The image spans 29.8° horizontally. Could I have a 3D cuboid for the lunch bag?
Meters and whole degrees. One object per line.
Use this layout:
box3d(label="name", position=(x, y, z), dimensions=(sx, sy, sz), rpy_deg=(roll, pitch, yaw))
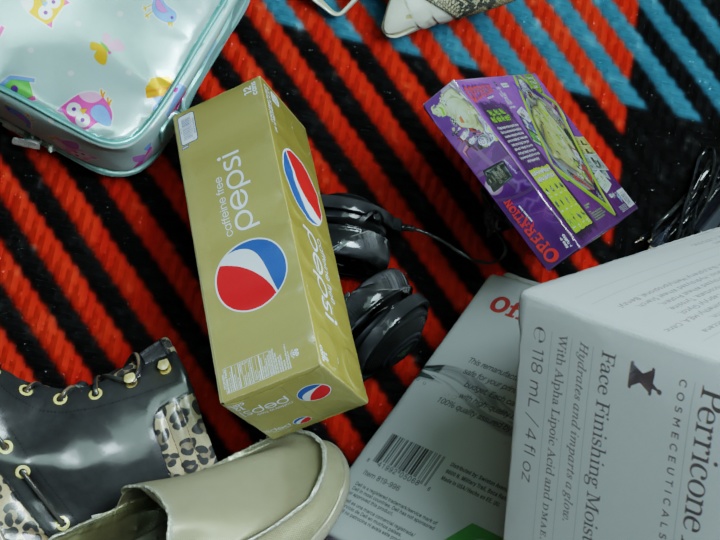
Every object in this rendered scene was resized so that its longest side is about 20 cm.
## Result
box3d(label="lunch bag", position=(-0.161, -0.163, 0.859), dimensions=(0.160, 0.077, 0.200), rpy_deg=(29, 72, -4))

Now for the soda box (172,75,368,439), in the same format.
box3d(label="soda box", position=(-0.055, -0.009, 0.789), dimensions=(0.064, 0.068, 0.200), rpy_deg=(-22, 59, 15))

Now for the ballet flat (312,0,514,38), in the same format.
box3d(label="ballet flat", position=(0.007, -0.202, 0.917), dimensions=(0.200, 0.068, 0.075), rpy_deg=(25, 94, 2))

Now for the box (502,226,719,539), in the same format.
box3d(label="box", position=(0.180, 0.099, 0.677), dimensions=(0.200, 0.131, 0.199), rpy_deg=(-15, 114, -44))

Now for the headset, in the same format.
box3d(label="headset", position=(0.000, 0.000, 0.835), dimensions=(0.200, 0.094, 0.124), rpy_deg=(-21, 73, -2))

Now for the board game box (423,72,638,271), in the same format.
box3d(label="board game box", position=(0.112, -0.068, 0.840), dimensions=(0.032, 0.200, 0.120), rpy_deg=(-34, 86, 22))

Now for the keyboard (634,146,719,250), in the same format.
box3d(label="keyboard", position=(0.244, -0.009, 0.920), dimensions=(0.104, 0.040, 0.200), rpy_deg=(42, 71, 1))

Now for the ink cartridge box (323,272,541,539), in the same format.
box3d(label="ink cartridge box", position=(0.092, 0.114, 0.796), dimensions=(0.146, 0.083, 0.200), rpy_deg=(21, 65, 41))

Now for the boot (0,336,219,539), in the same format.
box3d(label="boot", position=(-0.180, 0.075, 0.795), dimensions=(0.150, 0.073, 0.200), rpy_deg=(-22, 85, -15))

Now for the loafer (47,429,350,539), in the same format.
box3d(label="loafer", position=(-0.093, 0.144, 0.747), dimensions=(0.200, 0.068, 0.076), rpy_deg=(-31, 41, -21))
